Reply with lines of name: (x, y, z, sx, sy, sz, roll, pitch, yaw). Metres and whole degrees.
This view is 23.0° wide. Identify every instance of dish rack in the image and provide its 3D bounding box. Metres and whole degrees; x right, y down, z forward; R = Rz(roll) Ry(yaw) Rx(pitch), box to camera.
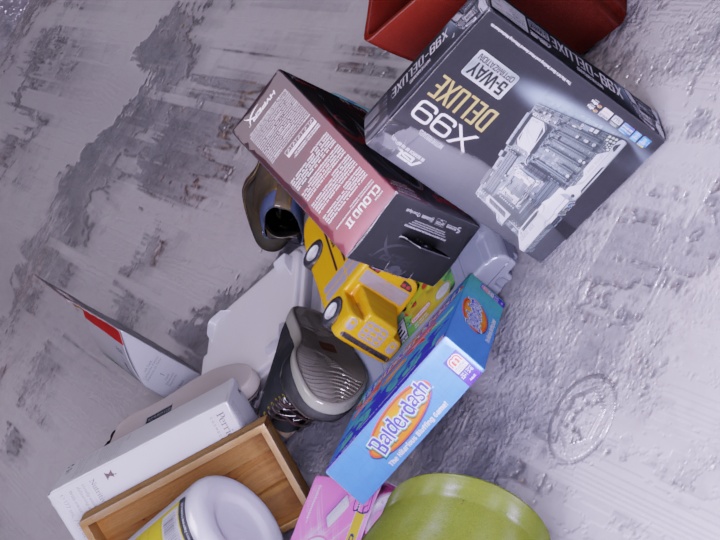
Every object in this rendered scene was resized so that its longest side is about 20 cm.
dish rack: (-0.109, 0.070, 1.865, 0.200, 0.043, 0.173, -40, 33, 37)

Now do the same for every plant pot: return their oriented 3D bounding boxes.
plant pot: (0.054, 0.256, 1.252, 0.200, 0.200, 0.194, -31, 26, 44)
plant pot: (0.139, -0.285, 1.632, 0.199, 0.175, 0.201, -35, 35, 40)

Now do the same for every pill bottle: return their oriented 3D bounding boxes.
pill bottle: (-0.167, 0.278, 1.562, 0.200, 0.112, 0.113, -41, 32, 26)

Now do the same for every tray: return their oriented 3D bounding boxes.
tray: (-0.149, 0.225, 1.634, 0.199, 0.099, 0.037, -29, 9, 7)

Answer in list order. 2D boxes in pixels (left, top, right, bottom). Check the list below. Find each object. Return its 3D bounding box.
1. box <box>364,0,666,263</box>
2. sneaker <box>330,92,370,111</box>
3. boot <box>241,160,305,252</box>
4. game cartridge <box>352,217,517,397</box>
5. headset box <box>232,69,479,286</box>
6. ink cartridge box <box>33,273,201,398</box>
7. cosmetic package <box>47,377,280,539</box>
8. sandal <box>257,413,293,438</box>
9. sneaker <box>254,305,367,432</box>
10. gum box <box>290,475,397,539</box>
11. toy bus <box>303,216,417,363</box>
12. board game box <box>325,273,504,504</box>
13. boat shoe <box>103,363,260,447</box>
box: (0.126, -0.118, 1.459, 0.158, 0.199, 0.050, -45, 26, 25)
sneaker: (-0.022, -0.108, 1.850, 0.131, 0.079, 0.200, -58, 25, 2)
boot: (-0.093, -0.056, 1.871, 0.201, 0.074, 0.098, 102, 175, -55)
game cartridge: (0.061, 0.024, 1.622, 0.200, 0.040, 0.134, -49, 25, 21)
headset box: (0.003, -0.073, 1.553, 0.075, 0.148, 0.200, -51, 57, 14)
ink cartridge box: (-0.273, 0.082, 1.965, 0.050, 0.199, 0.161, -61, 26, -3)
cosmetic package: (-0.181, 0.202, 1.690, 0.199, 0.114, 0.081, -29, 10, 10)
sandal: (-0.130, 0.180, 1.759, 0.213, 0.069, 0.078, -56, 26, 8)
sneaker: (-0.048, 0.119, 1.632, 0.200, 0.074, 0.107, -104, 34, -70)
gum box: (-0.022, 0.277, 1.473, 0.113, 0.066, 0.202, -7, 57, 59)
toy bus: (0.000, 0.000, 1.643, 0.078, 0.065, 0.201, -50, 27, 17)
board game box: (0.049, 0.093, 1.464, 0.152, 0.045, 0.200, -50, 2, 16)
boat shoe: (-0.165, 0.171, 1.826, 0.199, 0.093, 0.075, -26, 26, 28)
